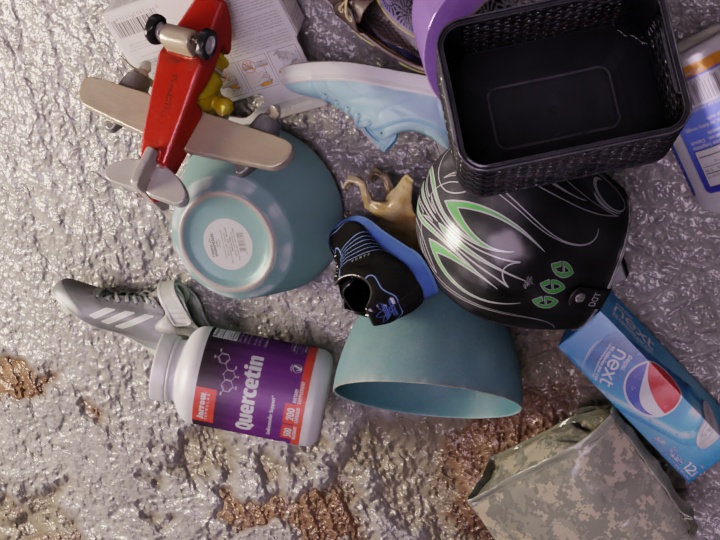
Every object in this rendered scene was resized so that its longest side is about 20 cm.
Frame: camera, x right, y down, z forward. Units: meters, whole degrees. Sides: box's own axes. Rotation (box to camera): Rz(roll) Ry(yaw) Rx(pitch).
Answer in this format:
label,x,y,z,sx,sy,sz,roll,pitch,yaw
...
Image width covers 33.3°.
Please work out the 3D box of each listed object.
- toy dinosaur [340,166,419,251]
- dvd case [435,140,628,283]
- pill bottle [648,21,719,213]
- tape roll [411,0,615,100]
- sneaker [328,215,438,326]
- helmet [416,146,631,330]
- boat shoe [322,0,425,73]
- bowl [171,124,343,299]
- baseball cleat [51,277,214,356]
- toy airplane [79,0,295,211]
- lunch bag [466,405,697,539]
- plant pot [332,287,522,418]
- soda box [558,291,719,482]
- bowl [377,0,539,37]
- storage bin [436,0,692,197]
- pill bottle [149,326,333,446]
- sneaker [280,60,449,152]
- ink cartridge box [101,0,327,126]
label,x,y,z,sx,sy,sz,roll,pitch,yaw
toy dinosaur,0.033,-0.067,1.271,0.101,0.058,0.201,43,150,22
dvd case,0.179,-0.066,1.259,0.149,0.025,0.202,-16,103,24
pill bottle,0.350,-0.124,1.130,0.111,0.112,0.201,-24,101,25
tape roll,0.150,-0.232,1.127,0.198,0.066,0.201,-6,137,-5
sneaker,0.000,0.000,1.222,0.077,0.200,0.071,-31,114,-15
helmet,0.147,-0.043,1.169,0.189,0.200,0.201,21,116,-6
boat shoe,0.015,-0.268,1.223,0.199,0.060,0.072,37,117,3
bowl,-0.127,-0.050,1.322,0.199,0.105,0.203,7,113,16
baseball cleat,-0.266,0.040,1.438,0.199,0.070,0.107,28,110,-3
toy airplane,-0.180,-0.157,1.251,0.198,0.141,0.201,-29,82,19
lunch bag,0.245,0.249,1.300,0.199,0.118,0.165,-33,95,31
plant pot,0.077,0.072,1.272,0.198,0.200,0.136,1,73,19
soda box,0.301,0.120,1.259,0.200,0.068,0.064,46,117,-1
bowl,0.099,-0.321,1.137,0.198,0.095,0.202,-7,138,-6
storage bin,0.171,-0.154,1.044,0.198,0.094,0.137,-11,79,1
pill bottle,-0.135,0.128,1.370,0.198,0.113,0.114,11,113,1
sneaker,0.011,-0.166,1.234,0.198,0.074,0.083,10,93,8
ink cartridge box,-0.152,-0.239,1.302,0.198,0.045,0.177,-12,127,23
